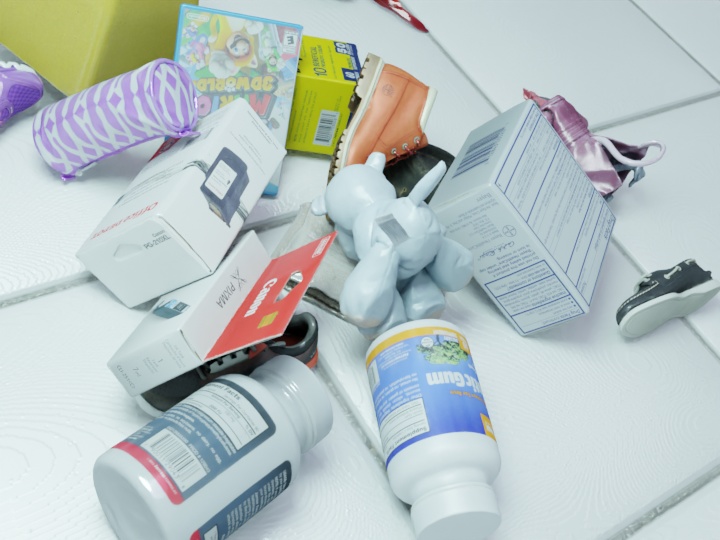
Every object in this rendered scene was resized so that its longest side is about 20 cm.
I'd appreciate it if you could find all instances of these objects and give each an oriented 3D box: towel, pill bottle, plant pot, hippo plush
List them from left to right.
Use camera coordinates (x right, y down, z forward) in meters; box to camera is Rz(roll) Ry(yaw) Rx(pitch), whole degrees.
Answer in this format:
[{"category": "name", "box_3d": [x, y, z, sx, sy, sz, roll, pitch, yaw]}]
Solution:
[{"category": "plant pot", "box_3d": [-0.305, -0.345, 1.090, 0.193, 0.201, 0.195, 37, 28, 12]}, {"category": "pill bottle", "box_3d": [-0.122, 0.163, 0.811, 0.120, 0.120, 0.199, 43, 50, 18]}, {"category": "towel", "box_3d": [0.000, 0.000, 1.057, 0.198, 0.035, 0.133, 26, 47, 2]}, {"category": "hippo plush", "box_3d": [0.009, -0.033, 0.971, 0.159, 0.201, 0.161, -42, 51, -10]}, {"category": "pill bottle", "box_3d": [0.074, 0.159, 0.894, 0.111, 0.113, 0.202, 2, 50, -19]}]

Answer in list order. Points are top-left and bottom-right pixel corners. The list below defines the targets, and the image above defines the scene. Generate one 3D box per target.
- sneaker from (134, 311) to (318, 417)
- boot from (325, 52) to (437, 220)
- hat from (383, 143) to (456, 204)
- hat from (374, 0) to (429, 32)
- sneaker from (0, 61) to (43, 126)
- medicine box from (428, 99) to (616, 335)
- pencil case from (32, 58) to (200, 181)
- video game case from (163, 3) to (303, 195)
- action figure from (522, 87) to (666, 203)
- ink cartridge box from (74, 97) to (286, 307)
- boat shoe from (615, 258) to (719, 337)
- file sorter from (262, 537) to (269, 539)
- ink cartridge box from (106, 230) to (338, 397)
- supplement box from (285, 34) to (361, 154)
[{"category": "sneaker", "box_3d": [-0.129, 0.079, 0.904, 0.198, 0.082, 0.077, -18, 59, -28]}, {"category": "boot", "box_3d": [0.023, -0.143, 1.071, 0.106, 0.075, 0.202, 21, 84, -9]}, {"category": "hat", "box_3d": [0.077, -0.108, 1.134, 0.198, 0.081, 0.202, 14, 41, -13]}, {"category": "hat", "box_3d": [-0.033, -0.436, 1.433, 0.165, 0.178, 0.199, -31, 29, -36]}, {"category": "sneaker", "box_3d": [-0.434, -0.159, 1.006, 0.199, 0.081, 0.089, -31, 73, -32]}, {"category": "medicine box", "box_3d": [0.197, -0.062, 1.084, 0.200, 0.102, 0.183, 49, 44, -18]}, {"category": "pencil case", "box_3d": [-0.265, -0.160, 0.984, 0.084, 0.198, 0.087, -11, 87, -58]}, {"category": "video game case", "box_3d": [-0.151, -0.195, 1.068, 0.141, 0.203, 0.018, 6, 17, -16]}, {"category": "action figure", "box_3d": [0.288, -0.178, 1.252, 0.133, 0.149, 0.201, -32, 81, -32]}, {"category": "ink cartridge box", "box_3d": [-0.185, -0.071, 0.961, 0.085, 0.144, 0.201, 49, 42, -24]}, {"category": "boat shoe", "box_3d": [0.378, 0.028, 1.150, 0.198, 0.074, 0.061, -16, 58, -35]}, {"category": "file sorter", "box_3d": [-0.008, 0.310, 0.725, 0.197, 0.125, 0.140, 15, 46, -7]}, {"category": "ink cartridge box", "box_3d": [-0.125, 0.022, 0.872, 0.045, 0.175, 0.201, 57, 26, -18]}, {"category": "supplement box", "box_3d": [-0.104, -0.229, 1.154, 0.197, 0.110, 0.110, 5, 40, -16]}]
